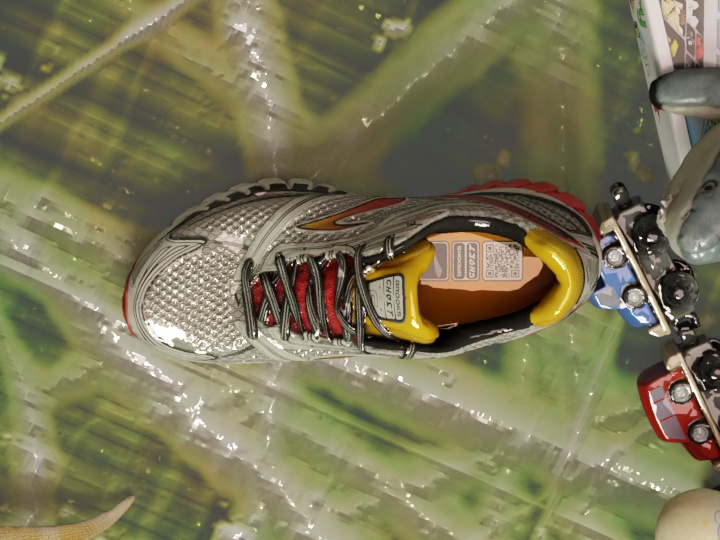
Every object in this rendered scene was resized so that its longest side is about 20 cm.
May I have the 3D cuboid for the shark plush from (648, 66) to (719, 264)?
[{"bbox_3d":[0.213,-0.051,1.203,0.200,0.083,0.091,-14,101,-6],"label":"shark plush"}]

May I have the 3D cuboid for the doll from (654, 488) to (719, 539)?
[{"bbox_3d":[0.212,0.100,1.255,0.200,0.048,0.136,-7,93,-25],"label":"doll"}]

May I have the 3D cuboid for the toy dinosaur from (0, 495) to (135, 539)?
[{"bbox_3d":[-0.196,0.122,1.217,0.200,0.058,0.101,10,96,-10],"label":"toy dinosaur"}]

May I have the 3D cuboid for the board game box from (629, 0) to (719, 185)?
[{"bbox_3d":[0.179,-0.116,1.248,0.126,0.035,0.200,-15,101,-6],"label":"board game box"}]

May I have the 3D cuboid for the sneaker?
[{"bbox_3d":[0.000,0.000,1.209,0.200,0.082,0.078,-8,101,4],"label":"sneaker"}]

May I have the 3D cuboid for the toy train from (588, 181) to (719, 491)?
[{"bbox_3d":[0.144,0.055,1.273,0.046,0.034,0.200,-24,102,7],"label":"toy train"}]
